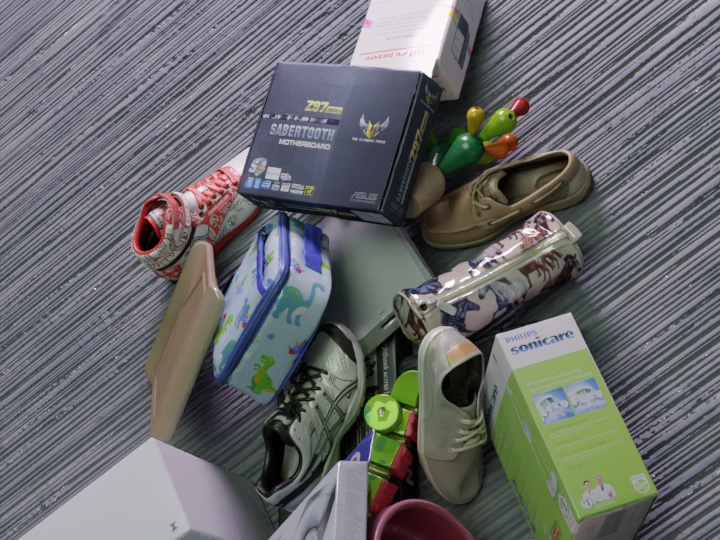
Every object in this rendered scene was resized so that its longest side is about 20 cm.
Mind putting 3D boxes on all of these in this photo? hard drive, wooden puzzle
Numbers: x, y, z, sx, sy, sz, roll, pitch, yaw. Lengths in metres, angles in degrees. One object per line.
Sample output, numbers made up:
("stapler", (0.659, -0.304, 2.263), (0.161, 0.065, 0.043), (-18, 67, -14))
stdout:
("hard drive", (0.000, 0.000, 1.636), (0.132, 0.026, 0.200), (-42, 39, 9))
("wooden puzzle", (-0.194, 0.079, 1.670), (0.200, 0.037, 0.186), (-123, 53, -69))

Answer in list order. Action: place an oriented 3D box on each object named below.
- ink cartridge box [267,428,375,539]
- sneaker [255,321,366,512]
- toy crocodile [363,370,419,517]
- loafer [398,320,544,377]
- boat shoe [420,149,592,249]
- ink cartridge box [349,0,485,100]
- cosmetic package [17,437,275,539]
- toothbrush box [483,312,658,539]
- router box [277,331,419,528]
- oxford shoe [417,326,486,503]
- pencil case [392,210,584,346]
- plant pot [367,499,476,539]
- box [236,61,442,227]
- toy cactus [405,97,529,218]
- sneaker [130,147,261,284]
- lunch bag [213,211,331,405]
("ink cartridge box", (-0.054, 0.271, 1.406), (0.200, 0.040, 0.201), (-51, 23, 38))
("sneaker", (-0.053, 0.149, 1.525), (0.075, 0.087, 0.202), (7, 83, 39))
("toy crocodile", (0.024, 0.192, 1.502), (0.061, 0.068, 0.201), (20, 78, 27))
("loafer", (0.136, 0.101, 1.540), (0.199, 0.068, 0.071), (-19, 82, 20))
("boat shoe", (0.147, -0.083, 1.599), (0.199, 0.064, 0.072), (-22, 62, 20))
("ink cartridge box", (0.061, -0.252, 1.679), (0.116, 0.067, 0.201), (-3, 53, 28))
("cosmetic package", (-0.220, 0.301, 1.575), (0.199, 0.200, 0.123), (-37, 58, 11))
("toothbrush box", (0.192, 0.168, 1.419), (0.085, 0.146, 0.201), (-16, 59, -14))
("router box", (-0.016, 0.178, 1.597), (0.148, 0.051, 0.202), (-12, 66, 23))
("oxford shoe", (0.097, 0.152, 1.474), (0.075, 0.202, 0.058), (-24, 32, -31))
("pencil case", (0.133, 0.012, 1.521), (0.199, 0.089, 0.078), (-29, 88, -10))
("plant pot", (0.019, 0.347, 1.442), (0.178, 0.199, 0.202), (-32, 58, 32))
("box", (-0.024, -0.138, 1.581), (0.199, 0.051, 0.159), (10, 77, 35))
("toy cactus", (0.082, -0.120, 1.606), (0.199, 0.103, 0.165), (-14, 25, 36))
("sneaker", (-0.187, -0.078, 1.757), (0.067, 0.108, 0.202), (40, 93, 34))
("lunch bag", (-0.093, 0.033, 1.580), (0.161, 0.082, 0.200), (-57, 15, 19))
